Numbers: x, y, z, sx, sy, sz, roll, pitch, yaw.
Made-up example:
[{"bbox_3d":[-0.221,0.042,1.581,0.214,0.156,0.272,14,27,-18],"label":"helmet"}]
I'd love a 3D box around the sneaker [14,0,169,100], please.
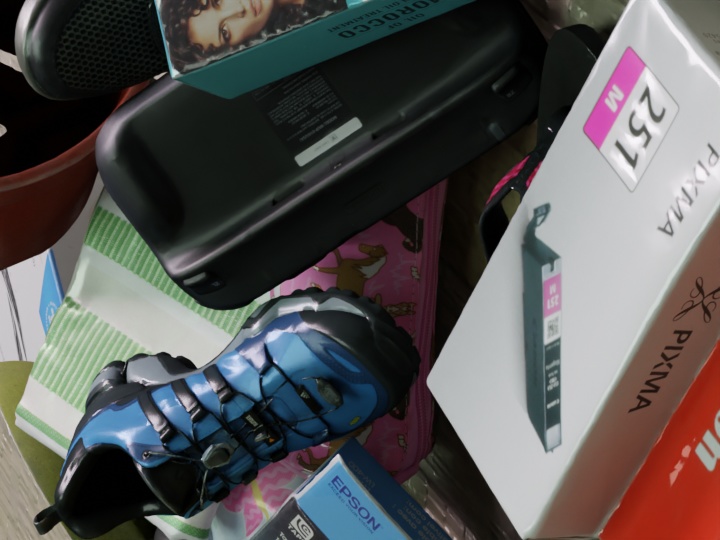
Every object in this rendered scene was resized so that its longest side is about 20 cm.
[{"bbox_3d":[-0.049,-0.121,1.093,0.114,0.198,0.077,41,148,53],"label":"sneaker"}]

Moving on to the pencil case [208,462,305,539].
[{"bbox_3d":[-0.058,0.065,1.291,0.091,0.083,0.201,-33,65,38],"label":"pencil case"}]

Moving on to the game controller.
[{"bbox_3d":[-0.018,-0.065,1.070,0.105,0.199,0.042,56,-161,-6],"label":"game controller"}]

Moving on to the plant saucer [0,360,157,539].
[{"bbox_3d":[-0.142,0.129,1.445,0.201,0.031,0.200,57,-178,-3],"label":"plant saucer"}]

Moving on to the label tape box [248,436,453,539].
[{"bbox_3d":[0.017,0.154,1.118,0.143,0.066,0.200,46,145,3],"label":"label tape box"}]

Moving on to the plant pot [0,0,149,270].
[{"bbox_3d":[-0.203,-0.097,1.277,0.195,0.199,0.202,113,143,-69],"label":"plant pot"}]

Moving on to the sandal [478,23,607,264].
[{"bbox_3d":[0.076,-0.003,1.036,0.075,0.045,0.201,49,139,49],"label":"sandal"}]

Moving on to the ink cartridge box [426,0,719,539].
[{"bbox_3d":[0.114,0.026,0.920,0.201,0.043,0.174,-63,39,30],"label":"ink cartridge box"}]

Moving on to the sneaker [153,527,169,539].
[{"bbox_3d":[-0.087,0.102,1.402,0.079,0.075,0.200,-55,40,21],"label":"sneaker"}]

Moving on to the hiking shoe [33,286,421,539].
[{"bbox_3d":[-0.055,0.072,1.106,0.199,0.087,0.074,-23,120,41],"label":"hiking shoe"}]

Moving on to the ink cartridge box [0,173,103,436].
[{"bbox_3d":[-0.189,0.028,1.572,0.200,0.067,0.117,-49,53,58],"label":"ink cartridge box"}]

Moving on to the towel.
[{"bbox_3d":[-0.092,0.018,1.258,0.152,0.023,0.201,30,103,39],"label":"towel"}]

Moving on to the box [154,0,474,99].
[{"bbox_3d":[0.010,-0.142,0.998,0.199,0.049,0.083,-20,76,23],"label":"box"}]

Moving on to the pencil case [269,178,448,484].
[{"bbox_3d":[0.000,0.000,1.156,0.087,0.082,0.202,-117,29,-63],"label":"pencil case"}]
